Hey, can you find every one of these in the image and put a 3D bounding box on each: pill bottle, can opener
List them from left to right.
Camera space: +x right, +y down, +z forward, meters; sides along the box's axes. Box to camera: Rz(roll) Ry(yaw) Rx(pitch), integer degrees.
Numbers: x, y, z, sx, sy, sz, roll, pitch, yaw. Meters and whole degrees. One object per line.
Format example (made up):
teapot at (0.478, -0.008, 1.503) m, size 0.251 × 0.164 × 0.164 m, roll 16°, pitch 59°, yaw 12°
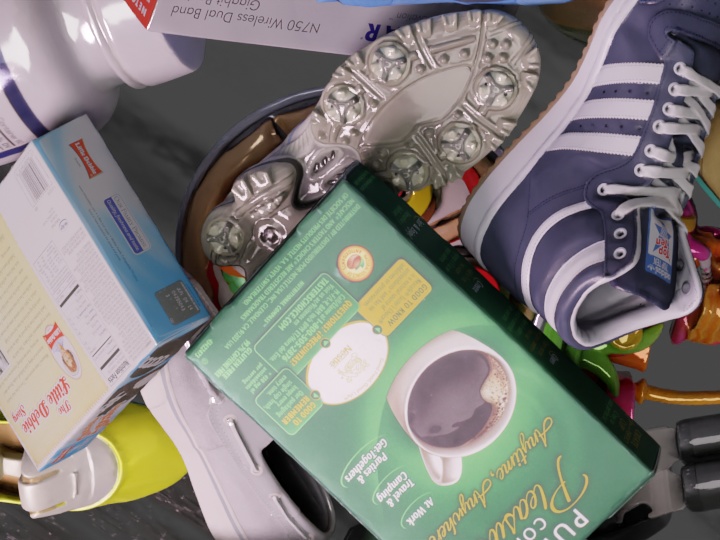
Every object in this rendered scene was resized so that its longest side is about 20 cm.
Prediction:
pill bottle at (-0.184, -0.112, 1.335) m, size 0.199 × 0.120 × 0.120 m, roll -17°, pitch 112°, yaw 14°
can opener at (0.187, 0.106, 1.435) m, size 0.199 × 0.053 × 0.067 m, roll -13°, pitch 147°, yaw 15°

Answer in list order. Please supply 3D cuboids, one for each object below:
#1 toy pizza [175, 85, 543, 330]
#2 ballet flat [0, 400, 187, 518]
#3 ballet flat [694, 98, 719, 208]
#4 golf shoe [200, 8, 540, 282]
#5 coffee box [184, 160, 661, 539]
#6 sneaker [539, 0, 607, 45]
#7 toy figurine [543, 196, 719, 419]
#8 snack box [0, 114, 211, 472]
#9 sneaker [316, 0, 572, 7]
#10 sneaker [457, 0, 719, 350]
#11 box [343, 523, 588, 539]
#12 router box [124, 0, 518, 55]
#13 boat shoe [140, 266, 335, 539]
toy pizza at (0.000, 0.000, 1.412) m, size 0.199 × 0.032 × 0.201 m, roll 3°, pitch 115°, yaw 6°
ballet flat at (-0.192, 0.105, 1.466) m, size 0.199 × 0.067 × 0.067 m, roll 5°, pitch 115°, yaw 5°
ballet flat at (0.231, -0.003, 1.276) m, size 0.063 × 0.069 × 0.200 m, roll -37°, pitch 96°, yaw 34°
golf shoe at (0.008, -0.068, 1.312) m, size 0.200 × 0.097 × 0.078 m, roll -35°, pitch 98°, yaw 25°
coffee box at (0.029, 0.061, 1.271) m, size 0.200 × 0.044 × 0.123 m, roll 42°, pitch 108°, yaw -1°
sneaker at (0.178, -0.086, 1.327) m, size 0.199 × 0.067 × 0.090 m, roll 13°, pitch 111°, yaw -2°
toy figurine at (0.188, 0.037, 1.351) m, size 0.183 × 0.150 × 0.201 m, roll 11°, pitch 101°, yaw -1°
snack box at (-0.150, 0.016, 1.357) m, size 0.116 × 0.037 × 0.200 m, roll 58°, pitch 149°, yaw 7°
sneaker at (0.027, -0.151, 1.234) m, size 0.078 × 0.199 × 0.066 m, roll -30°, pitch 66°, yaw 40°
sneaker at (0.136, -0.055, 1.237) m, size 0.070 × 0.109 × 0.200 m, roll 21°, pitch 113°, yaw -43°
box at (0.077, 0.169, 1.411) m, size 0.144 × 0.036 × 0.200 m, roll 33°, pitch 157°, yaw -8°
router box at (0.004, -0.190, 1.257) m, size 0.199 × 0.049 × 0.180 m, roll 3°, pitch 122°, yaw -34°
boat shoe at (-0.064, 0.073, 1.415) m, size 0.068 × 0.072 × 0.201 m, roll -5°, pitch 124°, yaw 19°
